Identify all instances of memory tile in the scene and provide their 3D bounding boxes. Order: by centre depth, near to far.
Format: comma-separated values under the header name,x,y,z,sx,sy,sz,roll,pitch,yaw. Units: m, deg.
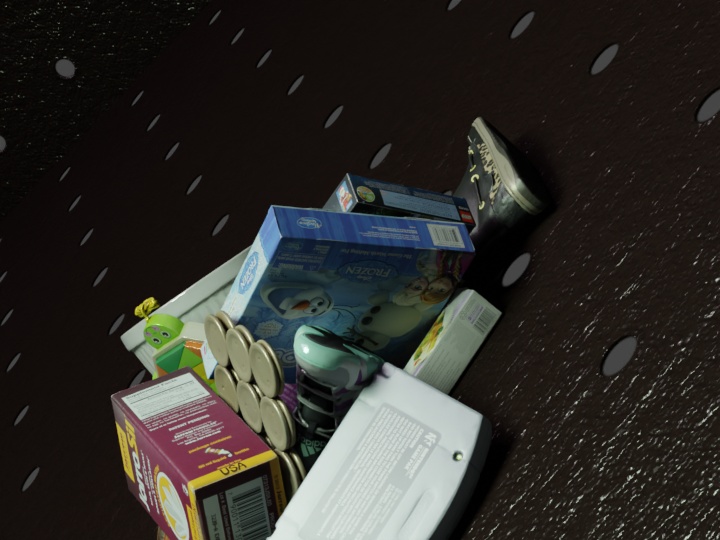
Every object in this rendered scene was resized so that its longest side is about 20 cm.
name,x,y,z,sx,sy,sz,roll,pitch,yaw
memory tile,-0.088,0.142,1.646,0.017,0.202,0.153,-19,20,-23

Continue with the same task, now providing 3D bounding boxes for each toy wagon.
name,x,y,z,sx,sy,sz,roll,pitch,yaw
toy wagon,-0.162,0.103,1.971,0.155,0.200,0.040,-31,30,45

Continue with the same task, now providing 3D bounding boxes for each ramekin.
name,x,y,z,sx,sy,sz,roll,pitch,yaw
ramekin,-0.163,0.062,2.109,0.199,0.105,0.200,-35,1,1

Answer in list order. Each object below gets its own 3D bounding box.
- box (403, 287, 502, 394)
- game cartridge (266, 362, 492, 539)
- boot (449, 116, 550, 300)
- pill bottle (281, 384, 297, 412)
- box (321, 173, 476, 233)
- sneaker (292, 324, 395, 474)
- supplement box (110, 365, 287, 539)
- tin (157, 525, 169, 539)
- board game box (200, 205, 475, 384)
name,x,y,z,sx,sy,sz,roll,pitch,yaw
box,0.057,0.107,1.710,0.201,0.041,0.039,-56,17,-9
game cartridge,0.019,0.189,1.554,0.133,0.041,0.201,27,78,36
boot,0.107,-0.062,1.856,0.151,0.073,0.200,-48,25,12
pill bottle,-0.094,0.168,1.840,0.201,0.112,0.112,-57,20,-12
box,0.000,0.000,1.756,0.200,0.136,0.038,-54,42,36
sneaker,-0.034,0.129,1.645,0.141,0.077,0.200,-62,-20,-1
supplement box,-0.145,0.184,1.674,0.085,0.111,0.200,-19,28,-22
tin,-0.161,0.293,1.773,0.200,0.042,0.113,151,117,-72
board game box,-0.023,0.030,1.715,0.200,0.198,0.044,-60,36,41
